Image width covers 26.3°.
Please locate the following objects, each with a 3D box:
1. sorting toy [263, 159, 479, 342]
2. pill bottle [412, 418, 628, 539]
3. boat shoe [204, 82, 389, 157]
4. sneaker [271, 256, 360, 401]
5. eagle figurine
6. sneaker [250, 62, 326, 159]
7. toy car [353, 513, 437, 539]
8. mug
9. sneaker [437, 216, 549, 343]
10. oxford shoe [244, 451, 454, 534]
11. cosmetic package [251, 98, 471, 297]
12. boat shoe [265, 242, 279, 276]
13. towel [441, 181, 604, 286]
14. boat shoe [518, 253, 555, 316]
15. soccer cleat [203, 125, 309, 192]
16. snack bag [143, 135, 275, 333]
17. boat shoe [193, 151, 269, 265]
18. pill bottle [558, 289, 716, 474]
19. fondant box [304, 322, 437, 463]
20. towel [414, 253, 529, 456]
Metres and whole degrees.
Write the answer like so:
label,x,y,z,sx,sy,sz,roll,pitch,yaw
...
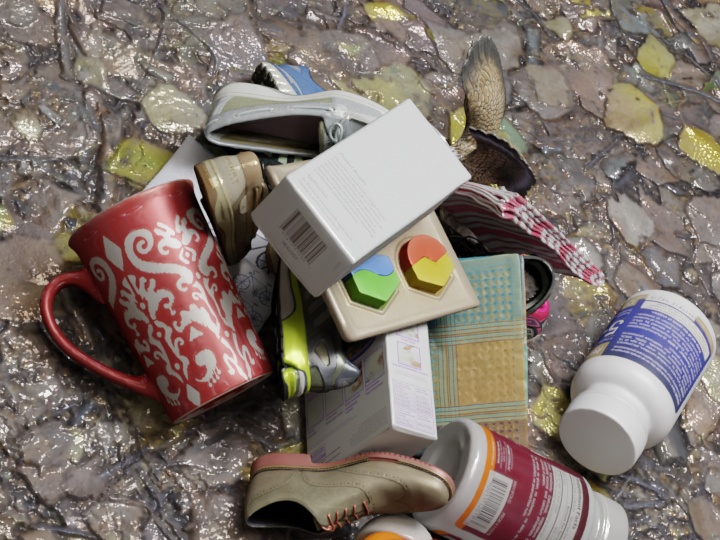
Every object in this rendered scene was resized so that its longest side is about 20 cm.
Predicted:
label,x,y,z,sx,sy,sz,roll,pitch,yaw
sorting toy,0.017,-0.034,1.477,0.199,0.036,0.186,-11,70,-45
pill bottle,0.159,0.235,1.521,0.199,0.114,0.115,28,49,-21
boat shoe,-0.060,-0.145,1.595,0.200,0.075,0.065,11,47,3
sneaker,-0.043,0.041,1.487,0.080,0.074,0.201,4,52,-9
eagle figurine,0.132,-0.138,1.707,0.152,0.200,0.151,40,48,1
sneaker,-0.042,-0.153,1.703,0.089,0.079,0.201,-15,67,-33
toy car,0.066,0.310,1.402,0.199,0.150,0.176,29,49,-8
mug,-0.191,0.042,1.470,0.201,0.177,0.133,62,19,5
sneaker,0.126,-0.002,1.696,0.200,0.075,0.081,42,49,3
oxford shoe,-0.012,0.216,1.428,0.198,0.071,0.075,-4,40,16
cosmetic package,0.003,-0.070,1.421,0.102,0.074,0.200,52,44,3
boat shoe,0.000,0.000,1.615,0.199,0.072,0.073,24,47,-26
towel,0.159,-0.040,1.660,0.200,0.146,0.030,37,77,-42
boat shoe,0.113,0.044,1.615,0.200,0.063,0.074,-30,88,-6
soccer cleat,-0.086,-0.099,1.635,0.200,0.068,0.081,40,42,25
snack bag,-0.150,-0.030,1.598,0.188,0.021,0.200,36,49,-2
boat shoe,-0.116,-0.059,1.494,0.064,0.200,0.072,-23,77,-7
pill bottle,0.297,0.123,1.675,0.120,0.120,0.200,41,48,2
fondant box,0.005,0.099,1.509,0.058,0.144,0.201,17,52,-31
towel,0.098,0.087,1.570,0.145,0.022,0.202,-2,85,2
